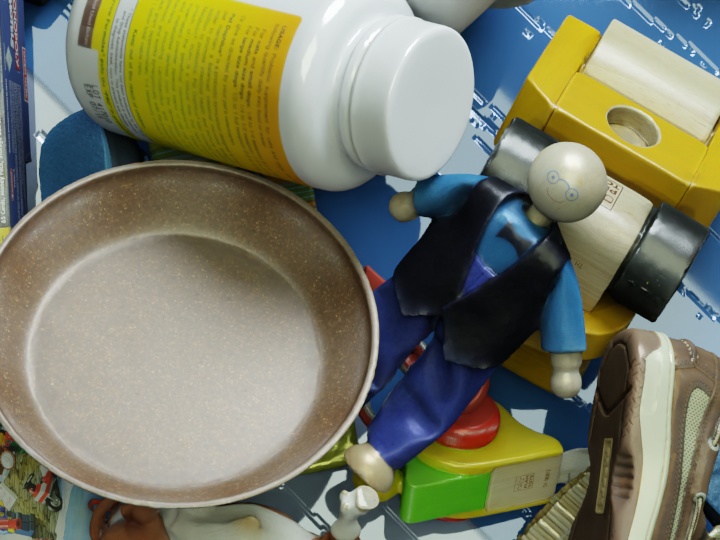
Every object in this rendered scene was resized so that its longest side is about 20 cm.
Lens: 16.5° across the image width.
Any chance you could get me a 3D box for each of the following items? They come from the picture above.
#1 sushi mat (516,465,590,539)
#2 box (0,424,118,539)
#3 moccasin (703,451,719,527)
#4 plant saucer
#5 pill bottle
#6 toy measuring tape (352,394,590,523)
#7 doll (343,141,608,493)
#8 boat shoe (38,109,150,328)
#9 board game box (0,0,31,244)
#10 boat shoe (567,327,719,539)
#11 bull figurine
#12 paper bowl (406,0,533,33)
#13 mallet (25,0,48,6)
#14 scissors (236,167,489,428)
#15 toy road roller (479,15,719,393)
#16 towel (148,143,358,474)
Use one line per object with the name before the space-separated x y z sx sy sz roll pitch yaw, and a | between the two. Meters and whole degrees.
sushi mat | 0.172 0.191 1.314 0.200 0.096 0.012 41 39 5
box | -0.201 0.178 1.293 0.136 0.038 0.201 12 78 -18
moccasin | 0.244 0.150 1.320 0.080 0.068 0.200 -35 93 -2
plant saucer | -0.091 0.037 1.232 0.199 0.037 0.201 3 56 -4
pill bottle | -0.045 -0.104 1.268 0.199 0.109 0.110 16 76 33
toy measuring tape | 0.085 0.091 1.340 0.199 0.074 0.074 -9 79 -22
doll | 0.056 0.018 1.245 0.136 0.048 0.200 43 107 13
boat shoe | -0.124 0.010 1.317 0.084 0.069 0.201 -12 67 34
board game box | -0.279 -0.057 1.332 0.199 0.062 0.201 -3 87 5
boat shoe | 0.149 0.135 1.250 0.074 0.075 0.204 11 90 -16
bull figurine | -0.040 0.151 1.276 0.199 0.122 0.065 17 49 -9
paper bowl | 0.007 -0.192 1.314 0.200 0.201 0.105 23 80 1
mallet | -0.104 -0.152 1.385 0.199 0.041 0.066 23 82 -3
scissors | 0.000 0.000 1.328 0.073 0.014 0.201 -30 65 4
toy road roller | 0.118 -0.028 1.346 0.123 0.146 0.200 30 41 3
towel | -0.058 0.015 1.364 0.086 0.018 0.201 -10 80 -2
